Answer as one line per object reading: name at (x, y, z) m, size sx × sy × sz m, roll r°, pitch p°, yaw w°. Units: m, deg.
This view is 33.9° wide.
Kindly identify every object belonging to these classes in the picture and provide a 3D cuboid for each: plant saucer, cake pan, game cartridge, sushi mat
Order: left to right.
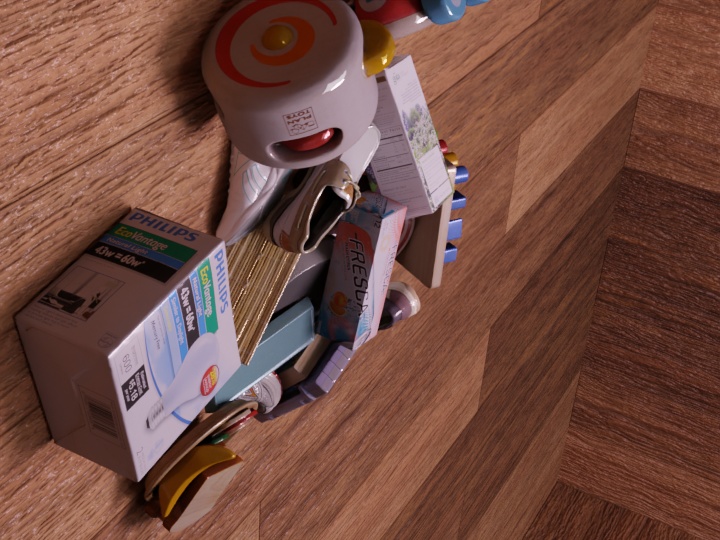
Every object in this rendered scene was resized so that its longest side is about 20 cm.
sushi mat at (-0.143, 0.015, 1.483) m, size 0.012 × 0.096 × 0.200 m, roll 111°, pitch 4°, yaw -76°
plant saucer at (-0.126, 0.109, 1.520) m, size 0.200 × 0.019 × 0.070 m, roll -36°, pitch 138°, yaw -39°
cake pan at (-0.093, 0.036, 1.587) m, size 0.200 × 0.037 × 0.200 m, roll -37°, pitch 158°, yaw -18°
game cartridge at (-0.076, 0.145, 1.677) m, size 0.130 × 0.038 × 0.200 m, roll -50°, pitch -169°, yaw -36°

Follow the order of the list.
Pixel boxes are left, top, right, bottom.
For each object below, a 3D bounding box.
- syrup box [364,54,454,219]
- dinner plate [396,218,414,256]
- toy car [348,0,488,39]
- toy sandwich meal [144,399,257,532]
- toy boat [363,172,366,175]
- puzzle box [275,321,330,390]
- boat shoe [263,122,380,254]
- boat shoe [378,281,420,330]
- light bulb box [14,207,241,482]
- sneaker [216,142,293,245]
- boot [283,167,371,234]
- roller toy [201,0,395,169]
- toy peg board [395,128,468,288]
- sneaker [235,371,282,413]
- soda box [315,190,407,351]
syrup box at (0.046, -0.172, 1.545) m, size 0.079 × 0.081 × 0.200 m, roll -44°, pitch 118°, yaw -54°
dinner plate at (-0.016, -0.045, 1.701) m, size 0.200 × 0.024 × 0.200 m, roll -18°, pitch 145°, yaw -13°
toy car at (0.041, -0.409, 1.531) m, size 0.177 × 0.184 × 0.200 m, roll -41°, pitch 115°, yaw -50°
toy sandwich meal at (-0.194, 0.248, 1.503) m, size 0.205 × 0.070 × 0.205 m, roll -41°, pitch 170°, yaw -9°
toy boat at (0.010, -0.151, 1.653) m, size 0.131 × 0.131 × 0.200 m, roll -69°, pitch 158°, yaw -5°
puzzle box at (-0.073, 0.095, 1.691) m, size 0.133 × 0.025 × 0.200 m, roll -34°, pitch -163°, yaw 49°
boat shoe at (-0.033, -0.102, 1.468) m, size 0.200 × 0.068 × 0.075 m, roll -54°, pitch 138°, yaw -7°
boat shoe at (0.001, 0.059, 1.764) m, size 0.065 × 0.200 × 0.072 m, roll -31°, pitch 106°, yaw -40°
light bulb box at (-0.239, 0.077, 1.265) m, size 0.200 × 0.125 × 0.198 m, roll -50°, pitch 150°, yaw -39°
sneaker at (-0.128, -0.121, 1.449) m, size 0.200 × 0.080 × 0.070 m, roll -57°, pitch 171°, yaw 17°
boot at (-0.042, -0.127, 1.549) m, size 0.166 × 0.072 × 0.200 m, roll -2°, pitch 128°, yaw -33°
roller toy at (-0.077, -0.218, 1.318) m, size 0.183 × 0.200 × 0.140 m, roll -55°, pitch 153°, yaw -21°
toy peg board at (0.099, -0.113, 1.775) m, size 0.098 × 0.199 × 0.200 m, roll -14°, pitch 126°, yaw -29°
sneaker at (-0.170, 0.143, 1.567) m, size 0.082 × 0.078 × 0.200 m, roll -56°, pitch 147°, yaw -17°
soda box at (0.000, 0.000, 1.552) m, size 0.068 × 0.064 × 0.200 m, roll -30°, pitch 138°, yaw -54°
